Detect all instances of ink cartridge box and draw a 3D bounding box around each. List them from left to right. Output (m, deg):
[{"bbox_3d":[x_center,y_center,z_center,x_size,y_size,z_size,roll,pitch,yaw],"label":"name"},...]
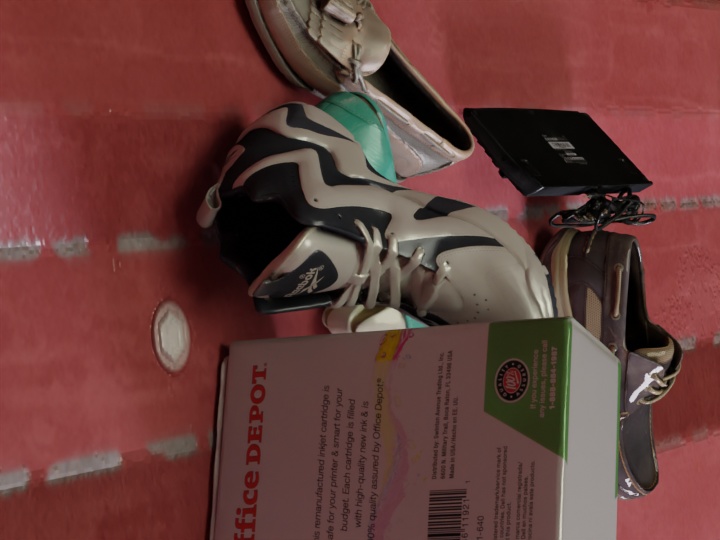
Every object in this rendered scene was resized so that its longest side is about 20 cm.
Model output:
[{"bbox_3d":[0.029,0.110,1.421,0.084,0.199,0.146,36,54,-59],"label":"ink cartridge box"}]

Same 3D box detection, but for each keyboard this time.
[{"bbox_3d":[0.132,-0.062,1.819,0.104,0.040,0.200,49,23,18],"label":"keyboard"}]

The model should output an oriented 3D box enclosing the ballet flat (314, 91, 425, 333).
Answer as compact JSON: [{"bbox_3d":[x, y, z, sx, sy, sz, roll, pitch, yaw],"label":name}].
[{"bbox_3d":[0.000,-0.002,1.550,0.070,0.067,0.201,-35,118,-32],"label":"ballet flat"}]

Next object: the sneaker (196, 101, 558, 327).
[{"bbox_3d":[0.000,0.000,1.427,0.199,0.080,0.130,40,38,5],"label":"sneaker"}]

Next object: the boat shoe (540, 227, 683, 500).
[{"bbox_3d":[0.178,0.066,1.852,0.075,0.073,0.201,-48,127,-55],"label":"boat shoe"}]

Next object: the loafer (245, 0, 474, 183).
[{"bbox_3d":[0.002,-0.123,1.561,0.200,0.062,0.072,51,41,-47],"label":"loafer"}]
